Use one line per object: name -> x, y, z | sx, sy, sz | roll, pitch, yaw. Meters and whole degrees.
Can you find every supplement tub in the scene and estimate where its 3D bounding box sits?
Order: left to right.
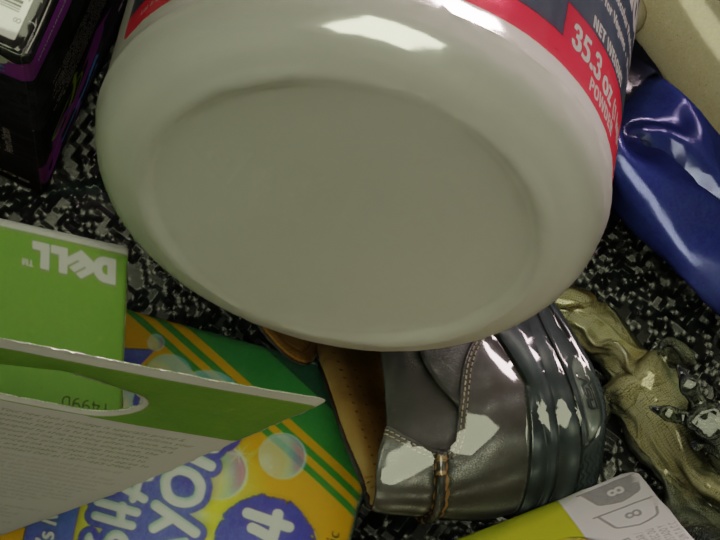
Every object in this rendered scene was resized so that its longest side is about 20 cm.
supplement tub -> 0.011, -0.091, 0.842 | 0.140, 0.140, 0.200 | 15, 53, -3

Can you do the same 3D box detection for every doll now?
doll -> 0.071, -0.049, 0.952 | 0.200, 0.048, 0.136 | 41, 35, 2

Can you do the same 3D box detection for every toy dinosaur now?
toy dinosaur -> 0.113, 0.071, 0.954 | 0.047, 0.088, 0.200 | -35, 85, 0

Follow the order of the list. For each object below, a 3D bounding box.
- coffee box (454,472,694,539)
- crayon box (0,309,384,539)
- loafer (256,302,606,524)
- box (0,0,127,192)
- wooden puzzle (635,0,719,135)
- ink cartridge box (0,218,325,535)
coffee box -> 0.040, 0.213, 0.812 | 0.197, 0.200, 0.200 | -19, 117, -8
crayon box -> -0.102, 0.072, 0.933 | 0.199, 0.052, 0.126 | 15, 68, 1
loafer -> 0.000, 0.000, 0.918 | 0.072, 0.073, 0.200 | -9, 40, -25
box -> -0.084, -0.110, 0.905 | 0.036, 0.200, 0.143 | 23, 79, 1
wooden puzzle -> 0.200, -0.102, 1.014 | 0.200, 0.037, 0.185 | -36, 87, -9
ink cartridge box -> -0.122, 0.014, 0.794 | 0.148, 0.200, 0.076 | 13, 68, -34
